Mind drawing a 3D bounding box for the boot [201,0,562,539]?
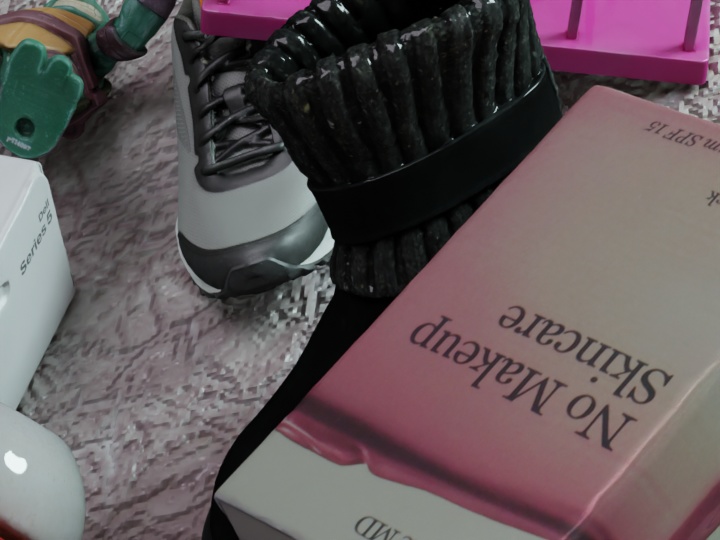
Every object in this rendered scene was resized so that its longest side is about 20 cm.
[{"bbox_3d":[-0.001,-0.001,0.921,0.079,0.158,0.211,22,61,43],"label":"boot"}]

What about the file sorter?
[{"bbox_3d":[0.045,-0.174,1.046,0.199,0.126,0.139,6,46,3],"label":"file sorter"}]

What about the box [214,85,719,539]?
[{"bbox_3d":[0.075,0.056,0.856,0.128,0.109,0.200,23,62,43],"label":"box"}]

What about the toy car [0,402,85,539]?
[{"bbox_3d":[-0.158,0.120,0.864,0.150,0.200,0.176,24,81,37],"label":"toy car"}]

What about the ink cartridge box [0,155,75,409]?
[{"bbox_3d":[-0.233,0.018,1.059,0.199,0.084,0.146,11,53,17],"label":"ink cartridge box"}]

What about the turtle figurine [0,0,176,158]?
[{"bbox_3d":[-0.141,-0.103,1.144,0.149,0.101,0.200,-7,19,13],"label":"turtle figurine"}]

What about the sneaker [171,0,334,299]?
[{"bbox_3d":[-0.049,-0.067,1.081,0.074,0.080,0.201,-16,43,12],"label":"sneaker"}]
